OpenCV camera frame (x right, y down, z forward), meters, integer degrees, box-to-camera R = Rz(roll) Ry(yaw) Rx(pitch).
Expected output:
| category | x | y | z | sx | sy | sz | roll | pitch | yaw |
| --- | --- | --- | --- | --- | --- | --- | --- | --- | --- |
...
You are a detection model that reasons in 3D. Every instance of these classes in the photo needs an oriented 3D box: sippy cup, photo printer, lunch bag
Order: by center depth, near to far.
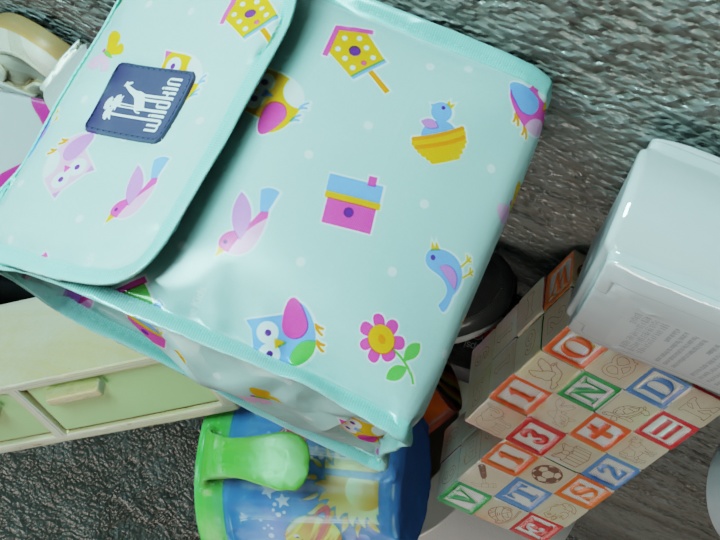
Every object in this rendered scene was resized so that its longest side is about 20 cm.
| category | x | y | z | sx | sy | sz | roll | pitch | yaw |
| --- | --- | --- | --- | --- | --- | --- | --- | --- | --- |
| lunch bag | -0.041 | -0.035 | 0.555 | 0.198 | 0.172 | 0.122 | 26 | 164 | 1 |
| photo printer | 0.197 | 0.023 | 0.577 | 0.198 | 0.070 | 0.167 | 22 | 169 | 8 |
| sippy cup | -0.024 | 0.133 | 0.858 | 0.129 | 0.141 | 0.178 | 2 | -157 | 18 |

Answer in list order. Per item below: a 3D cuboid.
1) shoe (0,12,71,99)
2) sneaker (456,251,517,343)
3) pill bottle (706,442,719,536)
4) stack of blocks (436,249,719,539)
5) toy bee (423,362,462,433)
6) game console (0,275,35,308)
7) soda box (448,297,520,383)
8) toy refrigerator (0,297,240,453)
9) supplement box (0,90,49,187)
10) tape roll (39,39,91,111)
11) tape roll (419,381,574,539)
| category | x | y | z | sx | sy | sz | roll | pitch | yaw |
| --- | --- | --- | --- | --- | --- | --- | --- | --- | --- |
| shoe | -0.230 | -0.125 | 0.863 | 0.070 | 0.054 | 0.199 | 29 | 169 | -27 |
| sneaker | 0.000 | 0.000 | 0.831 | 0.197 | 0.075 | 0.085 | 8 | 168 | 12 |
| pill bottle | 0.317 | 0.148 | 0.805 | 0.115 | 0.117 | 0.199 | 29 | 169 | -26 |
| stack of blocks | 0.123 | 0.087 | 0.821 | 0.114 | 0.059 | 0.200 | 25 | 136 | -14 |
| toy bee | 0.012 | 0.017 | 0.939 | 0.129 | 0.202 | 0.109 | -16 | -175 | 20 |
| game console | -0.222 | 0.017 | 0.927 | 0.198 | 0.118 | 0.176 | 9 | 144 | -21 |
| soda box | 0.104 | 0.056 | 0.977 | 0.198 | 0.064 | 0.071 | 18 | 168 | 36 |
| toy refrigerator | -0.178 | 0.062 | 0.819 | 0.197 | 0.071 | 0.076 | -11 | 143 | 16 |
| supplement box | -0.231 | -0.051 | 0.875 | 0.100 | 0.105 | 0.200 | 11 | 172 | -23 |
| tape roll | -0.086 | -0.042 | 0.711 | 0.203 | 0.037 | 0.203 | 43 | -176 | -4 |
| tape roll | 0.094 | 0.176 | 1.216 | 0.139 | 0.205 | 0.202 | 32 | 167 | -36 |
